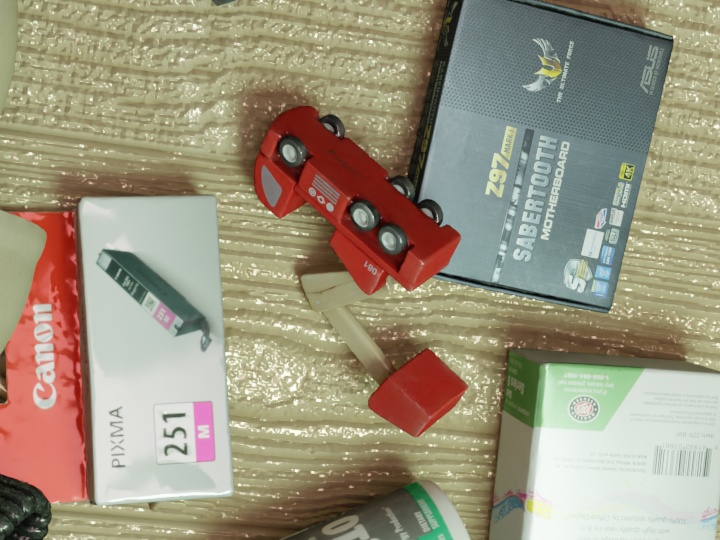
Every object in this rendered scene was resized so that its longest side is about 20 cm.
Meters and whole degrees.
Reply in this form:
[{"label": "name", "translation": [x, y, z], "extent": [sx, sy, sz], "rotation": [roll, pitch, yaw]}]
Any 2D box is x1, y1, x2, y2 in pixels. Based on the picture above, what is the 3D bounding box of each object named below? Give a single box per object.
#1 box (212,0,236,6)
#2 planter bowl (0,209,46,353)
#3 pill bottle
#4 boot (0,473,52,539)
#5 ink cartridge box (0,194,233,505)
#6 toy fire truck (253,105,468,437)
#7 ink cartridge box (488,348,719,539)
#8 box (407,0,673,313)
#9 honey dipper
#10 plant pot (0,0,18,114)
[{"label": "box", "translation": [-0.101, -0.294, 1.173], "extent": [0.200, 0.050, 0.158], "rotation": [46, 77, -17]}, {"label": "planter bowl", "translation": [-0.298, 0.026, 1.105], "extent": [0.199, 0.200, 0.136], "rotation": [12, 81, -15]}, {"label": "pill bottle", "translation": [-0.021, 0.228, 1.255], "extent": [0.199, 0.113, 0.114], "rotation": [-22, 101, -11]}, {"label": "boot", "translation": [-0.304, 0.194, 1.159], "extent": [0.157, 0.079, 0.212], "rotation": [31, 91, 17]}, {"label": "ink cartridge box", "translation": [-0.176, 0.053, 1.211], "extent": [0.173, 0.044, 0.201], "rotation": [-2, 84, -17]}, {"label": "toy fire truck", "translation": [0.000, 0.000, 1.245], "extent": [0.200, 0.141, 0.049], "rotation": [41, 45, 16]}, {"label": "ink cartridge box", "translation": [0.172, 0.162, 1.311], "extent": [0.145, 0.087, 0.201], "rotation": [4, 93, -14]}, {"label": "box", "translation": [0.118, -0.083, 1.288], "extent": [0.157, 0.051, 0.201], "rotation": [12, 93, -14]}, {"label": "honey dipper", "translation": [-0.210, 0.092, 1.235], "extent": [0.200, 0.038, 0.038], "rotation": [35, 87, -12]}, {"label": "plant pot", "translation": [-0.294, -0.119, 1.126], "extent": [0.199, 0.201, 0.135], "rotation": [-22, 138, -11]}]
